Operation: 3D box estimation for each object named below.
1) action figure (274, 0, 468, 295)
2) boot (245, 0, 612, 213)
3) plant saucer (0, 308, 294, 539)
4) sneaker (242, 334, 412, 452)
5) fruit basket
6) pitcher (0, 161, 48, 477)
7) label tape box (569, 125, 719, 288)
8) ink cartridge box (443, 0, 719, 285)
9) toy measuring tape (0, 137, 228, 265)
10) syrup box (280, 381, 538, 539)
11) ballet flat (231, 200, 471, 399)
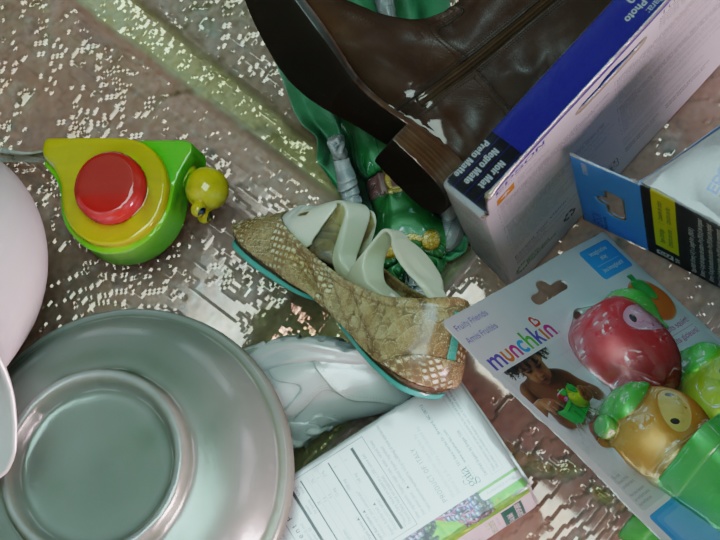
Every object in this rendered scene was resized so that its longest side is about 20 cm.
[{"bbox_3d":[0.016,-0.072,1.655,0.118,0.055,0.200,-13,79,1],"label":"action figure"},{"bbox_3d":[0.053,-0.157,1.622,0.200,0.064,0.186,-44,98,-24],"label":"boot"},{"bbox_3d":[-0.137,0.110,1.556,0.200,0.050,0.201,-5,70,14],"label":"plant saucer"},{"bbox_3d":[-0.060,0.090,1.620,0.200,0.078,0.100,-6,82,15],"label":"sneaker"},{"bbox_3d":[0.163,0.064,1.544,0.200,0.185,0.094,49,126,12],"label":"fruit basket"},{"bbox_3d":[-0.232,-0.005,1.554,0.121,0.172,0.200,-5,35,-3],"label":"pitcher"},{"bbox_3d":[0.219,-0.025,1.567,0.200,0.144,0.063,29,82,13],"label":"label tape box"},{"bbox_3d":[0.127,-0.095,1.568,0.041,0.200,0.200,41,84,14],"label":"ink cartridge box"},{"bbox_3d":[-0.172,-0.039,1.666,0.200,0.074,0.074,0,76,17],"label":"toy measuring tape"},{"bbox_3d":[-0.007,0.146,1.588,0.200,0.079,0.082,-34,75,-2],"label":"syrup box"},{"bbox_3d":[0.000,0.000,1.594,0.200,0.070,0.065,37,110,43],"label":"ballet flat"}]
